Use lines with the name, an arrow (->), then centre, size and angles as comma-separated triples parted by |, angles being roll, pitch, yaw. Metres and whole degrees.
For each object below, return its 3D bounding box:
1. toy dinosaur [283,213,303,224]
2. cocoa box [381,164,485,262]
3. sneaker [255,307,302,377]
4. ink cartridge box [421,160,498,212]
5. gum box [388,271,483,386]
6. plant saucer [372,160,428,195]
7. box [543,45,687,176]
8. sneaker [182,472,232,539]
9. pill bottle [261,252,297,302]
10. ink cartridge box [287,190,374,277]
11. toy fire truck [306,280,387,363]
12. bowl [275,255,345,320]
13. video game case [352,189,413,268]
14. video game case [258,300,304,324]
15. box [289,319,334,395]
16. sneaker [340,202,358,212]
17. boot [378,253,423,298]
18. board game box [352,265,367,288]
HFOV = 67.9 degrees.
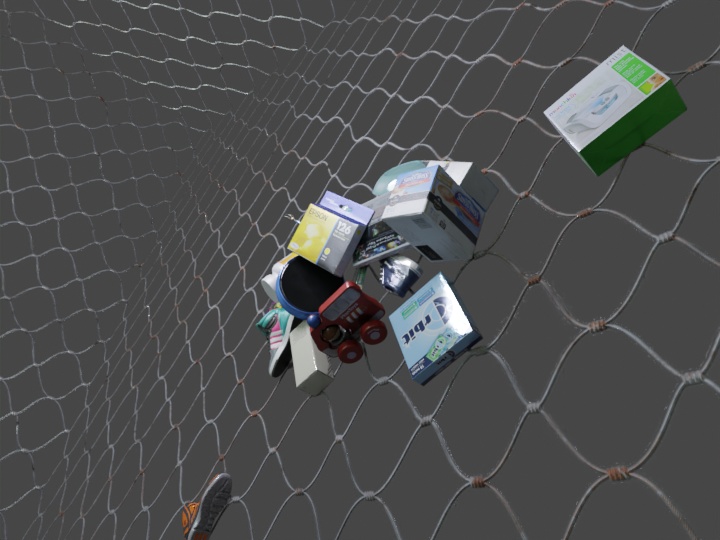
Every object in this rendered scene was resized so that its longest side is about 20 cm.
toy dinosaur -> -0.168, -0.124, 1.821 | 0.198, 0.105, 0.182 | 16, 53, 17
cocoa box -> 0.173, -0.127, 1.245 | 0.133, 0.200, 0.132 | -4, 57, 48
sneaker -> -0.253, 0.197, 1.547 | 0.120, 0.084, 0.202 | 16, 82, 25
ink cartridge box -> 0.228, -0.212, 1.330 | 0.068, 0.115, 0.200 | -58, 33, -7
gum box -> 0.159, 0.125, 1.182 | 0.170, 0.044, 0.201 | -42, 36, 18
plant saucer -> 0.121, -0.268, 1.495 | 0.199, 0.039, 0.201 | -20, 20, 8
box -> 0.513, -0.326, 1.095 | 0.200, 0.096, 0.177 | -39, 38, 23
sneaker -> -0.425, 0.627, 1.437 | 0.112, 0.077, 0.201 | 9, 68, 53
pill bottle -> -0.192, 0.006, 1.596 | 0.200, 0.112, 0.111 | -37, 26, -25
ink cartridge box -> -0.084, -0.109, 1.460 | 0.197, 0.047, 0.201 | 27, 92, 38
toy fire truck -> -0.041, 0.126, 1.317 | 0.200, 0.168, 0.113 | -41, 35, 19
bowl -> -0.138, 0.041, 1.502 | 0.039, 0.199, 0.202 | 110, 175, -61
video game case -> 0.059, -0.116, 1.391 | 0.199, 0.023, 0.183 | -21, 57, 37
video game case -> -0.222, 0.118, 1.673 | 0.201, 0.036, 0.181 | -58, 33, -4
box -> -0.133, 0.228, 1.434 | 0.082, 0.068, 0.201 | -42, 36, 19
sneaker -> -0.049, -0.114, 1.625 | 0.201, 0.079, 0.130 | -56, 32, -1
boot -> 0.071, -0.001, 1.377 | 0.091, 0.073, 0.200 | -52, 33, -6
board game box -> 0.000, 0.000, 1.467 | 0.105, 0.023, 0.201 | 115, 171, -62
